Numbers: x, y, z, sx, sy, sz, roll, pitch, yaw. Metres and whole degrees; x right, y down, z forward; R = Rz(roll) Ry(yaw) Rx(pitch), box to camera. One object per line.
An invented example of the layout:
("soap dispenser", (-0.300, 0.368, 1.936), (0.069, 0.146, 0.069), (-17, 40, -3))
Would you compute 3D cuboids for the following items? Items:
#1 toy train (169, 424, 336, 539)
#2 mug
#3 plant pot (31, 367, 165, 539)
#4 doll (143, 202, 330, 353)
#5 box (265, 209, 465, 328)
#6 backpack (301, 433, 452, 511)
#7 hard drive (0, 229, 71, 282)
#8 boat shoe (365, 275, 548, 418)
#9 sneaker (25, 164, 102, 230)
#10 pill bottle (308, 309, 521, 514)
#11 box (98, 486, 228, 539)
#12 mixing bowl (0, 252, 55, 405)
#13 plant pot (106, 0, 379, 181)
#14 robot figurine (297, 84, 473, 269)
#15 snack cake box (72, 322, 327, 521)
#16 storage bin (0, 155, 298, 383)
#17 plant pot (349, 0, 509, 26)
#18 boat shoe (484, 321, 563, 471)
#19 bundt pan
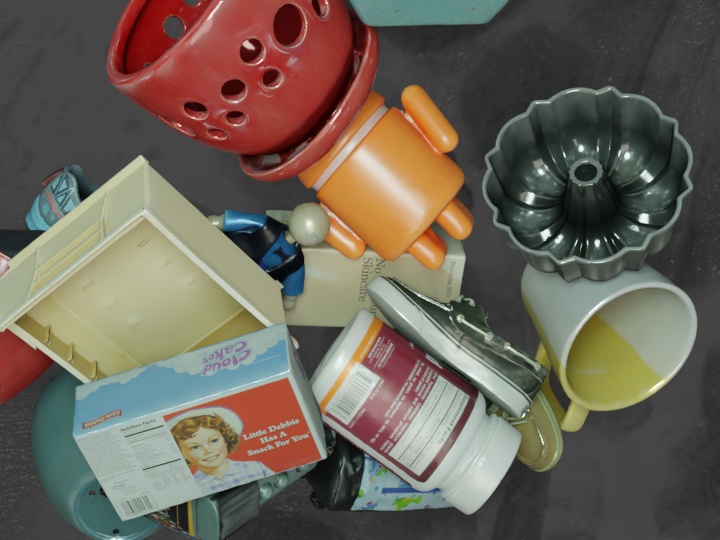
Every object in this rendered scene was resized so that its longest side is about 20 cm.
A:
("toy train", (-0.114, 0.181, 1.337), (0.199, 0.113, 0.086), (-29, 137, -40))
("mug", (0.221, 0.047, 1.395), (0.186, 0.154, 0.149), (-42, 129, 8))
("plant pot", (-0.251, 0.206, 1.456), (0.197, 0.135, 0.203), (-3, 121, -5))
("doll", (-0.108, 0.001, 1.313), (0.199, 0.049, 0.136), (-36, 125, 18))
("box", (0.000, 0.000, 1.397), (0.197, 0.078, 0.096), (1, 120, -7))
("backpack", (0.044, 0.186, 1.472), (0.198, 0.163, 0.155), (19, 102, -24))
("hard drive", (-0.291, 0.030, 1.353), (0.133, 0.043, 0.201), (2, 144, 33))
("boat shoe", (0.095, 0.060, 1.355), (0.199, 0.071, 0.064), (38, 80, -8))
("sneaker", (-0.220, -0.037, 1.351), (0.198, 0.080, 0.096), (23, 113, -19))
("pill bottle", (0.050, 0.139, 1.342), (0.199, 0.114, 0.115), (36, 112, -3))
("box", (-0.168, 0.161, 1.409), (0.136, 0.202, 0.038), (33, 148, -26))
("mixing bowl", (-0.380, 0.063, 1.317), (0.197, 0.109, 0.201), (17, 150, 10))
("plant pot", (-0.092, -0.194, 1.207), (0.182, 0.201, 0.200), (34, 112, -29))
("robot figurine", (0.019, -0.092, 1.309), (0.200, 0.117, 0.144), (42, 141, -2))
("snack cake box", (-0.139, 0.133, 1.218), (0.197, 0.068, 0.116), (-17, 127, 4))
("storage bin", (-0.196, 0.037, 1.235), (0.198, 0.094, 0.200), (-35, 125, 17))
("plant pot", (0.056, -0.319, 1.161), (0.192, 0.198, 0.202), (-3, 130, -5))
("boat shoe", (0.131, 0.121, 1.418), (0.063, 0.202, 0.073), (-7, 147, -44))
("bundt pan", (0.219, -0.073, 1.324), (0.199, 0.204, 0.076), (-17, 145, 4))
